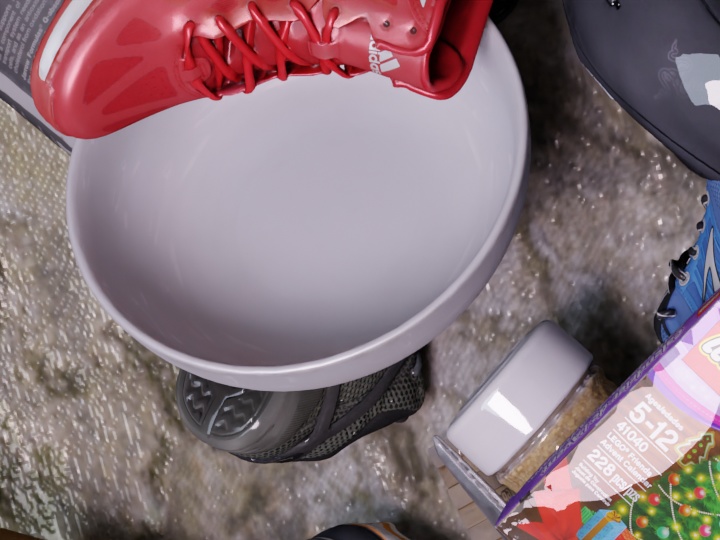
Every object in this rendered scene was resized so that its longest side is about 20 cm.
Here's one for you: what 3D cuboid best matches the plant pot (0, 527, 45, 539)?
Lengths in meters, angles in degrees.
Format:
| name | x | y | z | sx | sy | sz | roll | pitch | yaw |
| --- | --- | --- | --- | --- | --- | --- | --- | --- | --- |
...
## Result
| name | x | y | z | sx | sy | sz | roll | pitch | yaw |
| --- | --- | --- | --- | --- | --- | --- | --- | --- | --- |
| plant pot | -0.102 | 0.228 | 1.229 | 0.199 | 0.186 | 0.188 | 4 | 103 | 19 |

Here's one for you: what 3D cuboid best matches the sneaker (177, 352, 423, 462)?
| name | x | y | z | sx | sy | sz | roll | pitch | yaw |
| --- | --- | --- | --- | --- | --- | --- | --- | --- | --- |
| sneaker | 0.000 | 0.000 | 1.153 | 0.076 | 0.114 | 0.200 | 25 | 86 | 28 |

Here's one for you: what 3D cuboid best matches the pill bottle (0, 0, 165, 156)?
| name | x | y | z | sx | sy | sz | roll | pitch | yaw |
| --- | --- | --- | --- | --- | --- | --- | --- | --- | --- |
| pill bottle | -0.138 | -0.129 | 1.192 | 0.200 | 0.116 | 0.117 | 39 | 119 | 21 |

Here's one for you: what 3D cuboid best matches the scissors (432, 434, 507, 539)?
| name | x | y | z | sx | sy | sz | roll | pitch | yaw |
| --- | --- | --- | --- | --- | --- | --- | --- | --- | --- |
| scissors | 0.103 | 0.147 | 1.075 | 0.073 | 0.014 | 0.201 | -27 | 93 | 41 |

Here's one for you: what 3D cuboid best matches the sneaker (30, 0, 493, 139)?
| name | x | y | z | sx | sy | sz | roll | pitch | yaw |
| --- | --- | --- | --- | --- | --- | --- | --- | --- | --- |
| sneaker | -0.031 | -0.099 | 1.016 | 0.200 | 0.078 | 0.116 | -38 | 57 | -3 |

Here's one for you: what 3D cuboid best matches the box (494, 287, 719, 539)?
| name | x | y | z | sx | sy | sz | roll | pitch | yaw |
| --- | --- | --- | --- | --- | --- | --- | --- | --- | --- |
| box | 0.171 | 0.119 | 1.003 | 0.200 | 0.039 | 0.137 | 43 | 106 | 1 |

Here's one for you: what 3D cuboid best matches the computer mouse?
| name | x | y | z | sx | sy | sz | roll | pitch | yaw |
| --- | --- | --- | --- | --- | --- | --- | --- | --- | --- |
| computer mouse | 0.093 | -0.098 | 1.036 | 0.141 | 0.046 | 0.201 | -49 | 46 | 30 |

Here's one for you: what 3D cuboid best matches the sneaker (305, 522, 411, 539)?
| name | x | y | z | sx | sy | sz | roll | pitch | yaw |
| --- | --- | --- | --- | --- | --- | --- | --- | --- | --- |
| sneaker | 0.050 | 0.191 | 1.162 | 0.200 | 0.079 | 0.079 | 48 | 125 | 13 |

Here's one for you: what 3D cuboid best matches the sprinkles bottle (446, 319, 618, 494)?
| name | x | y | z | sx | sy | sz | roll | pitch | yaw |
| --- | --- | --- | --- | --- | --- | --- | --- | --- | --- |
| sprinkles bottle | 0.130 | 0.110 | 1.066 | 0.200 | 0.068 | 0.068 | 42 | 122 | 1 |

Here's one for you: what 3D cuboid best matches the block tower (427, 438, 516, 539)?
| name | x | y | z | sx | sy | sz | roll | pitch | yaw |
| --- | --- | --- | --- | --- | --- | --- | --- | --- | --- |
| block tower | 0.102 | 0.145 | 1.130 | 0.054 | 0.058 | 0.201 | -31 | 82 | 34 |

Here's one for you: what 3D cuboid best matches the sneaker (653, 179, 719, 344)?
| name | x | y | z | sx | sy | sz | roll | pitch | yaw |
| --- | --- | --- | --- | --- | --- | --- | --- | --- | --- |
| sneaker | 0.156 | -0.004 | 1.046 | 0.089 | 0.078 | 0.201 | -7 | 97 | 32 |

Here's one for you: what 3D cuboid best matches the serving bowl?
| name | x | y | z | sx | sy | sz | roll | pitch | yaw |
| --- | --- | --- | --- | --- | --- | --- | --- | --- | --- |
| serving bowl | -0.021 | -0.034 | 1.061 | 0.199 | 0.066 | 0.201 | -7 | 61 | 13 |
